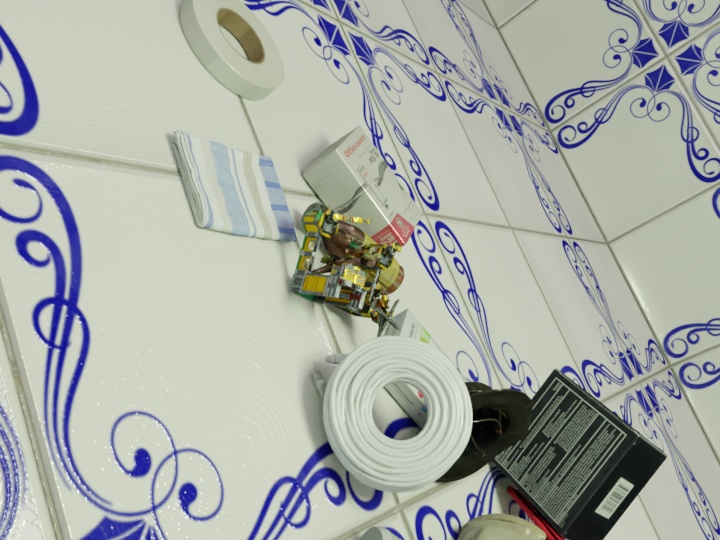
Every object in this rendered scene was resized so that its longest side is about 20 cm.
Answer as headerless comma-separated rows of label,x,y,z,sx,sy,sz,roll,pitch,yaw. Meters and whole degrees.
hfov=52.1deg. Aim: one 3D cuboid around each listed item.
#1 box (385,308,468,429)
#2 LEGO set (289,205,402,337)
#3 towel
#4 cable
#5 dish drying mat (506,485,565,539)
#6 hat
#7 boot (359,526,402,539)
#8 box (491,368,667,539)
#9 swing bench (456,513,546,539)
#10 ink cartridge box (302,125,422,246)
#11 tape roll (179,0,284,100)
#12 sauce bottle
box,0.110,0.183,1.193,0.200,0.041,0.156,49,30,-15
LEGO set,0.000,0.000,1.062,0.200,0.115,0.155,38,68,-41
towel,-0.173,-0.115,1.042,0.199,0.024,0.149,8,57,-55
cable,0.049,0.182,0.961,0.069,0.197,0.203,104,-30,-69
dish drying mat,0.301,0.413,1.187,0.077,0.018,0.200,42,0,-15
hat,0.152,0.218,1.086,0.200,0.201,0.081,30,23,-41
boot,0.045,0.402,0.848,0.095,0.073,0.202,35,35,-25
box,0.356,0.310,1.226,0.123,0.201,0.198,33,6,-38
swing bench,0.200,0.455,0.989,0.202,0.129,0.198,60,29,2
ink cartridge box,0.007,-0.132,1.279,0.201,0.082,0.147,53,29,-12
tape roll,-0.208,-0.376,1.216,0.202,0.037,0.205,38,35,-32
sauce bottle,-0.011,-0.036,1.179,0.200,0.066,0.067,42,33,-32
